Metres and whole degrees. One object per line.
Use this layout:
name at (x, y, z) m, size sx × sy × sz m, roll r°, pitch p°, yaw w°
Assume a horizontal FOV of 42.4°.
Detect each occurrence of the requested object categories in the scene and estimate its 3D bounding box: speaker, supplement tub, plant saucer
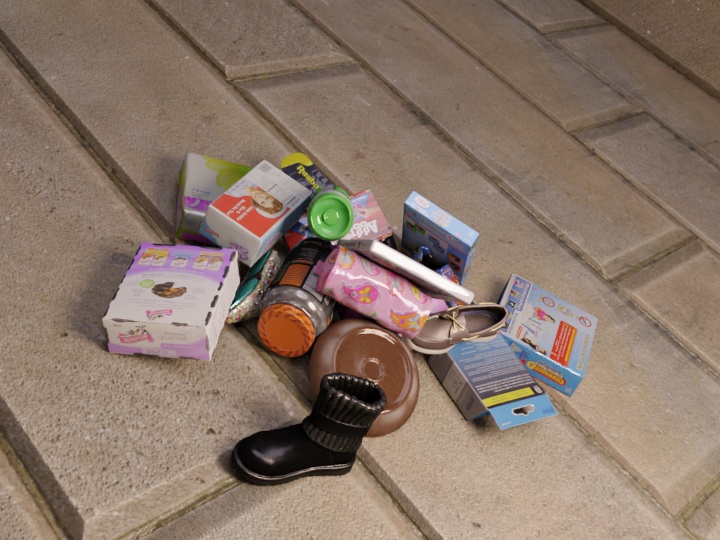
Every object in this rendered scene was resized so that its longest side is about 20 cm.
speaker at (-0.053, -0.103, 1.645) m, size 0.087 × 0.090 × 0.200 m, roll 20°, pitch 7°, yaw -5°
supplement tub at (-0.097, 0.046, 1.576) m, size 0.121 × 0.124 × 0.201 m, roll 25°, pitch 40°, yaw 1°
plant saucer at (0.015, 0.166, 1.504) m, size 0.196 × 0.037 × 0.204 m, roll 10°, pitch 64°, yaw -21°

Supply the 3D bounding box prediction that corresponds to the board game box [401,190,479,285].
board game box at (0.149, -0.058, 1.789) m, size 0.150 × 0.201 × 0.037 m, roll 34°, pitch 72°, yaw 13°

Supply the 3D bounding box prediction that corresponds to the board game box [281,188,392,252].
board game box at (-0.048, -0.077, 1.759) m, size 0.197 × 0.020 × 0.104 m, roll -23°, pitch 70°, yaw -17°

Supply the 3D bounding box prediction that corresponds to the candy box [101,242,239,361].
candy box at (-0.295, 0.046, 1.475) m, size 0.164 × 0.073 × 0.202 m, roll 5°, pitch 37°, yaw 6°

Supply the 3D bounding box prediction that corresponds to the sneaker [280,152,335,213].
sneaker at (-0.085, -0.141, 1.838) m, size 0.073 × 0.083 × 0.201 m, roll -29°, pitch 69°, yaw -20°

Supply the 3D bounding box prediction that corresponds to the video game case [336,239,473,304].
video game case at (0.069, 0.001, 1.546) m, size 0.198 × 0.023 × 0.182 m, roll 28°, pitch -7°, yaw -18°

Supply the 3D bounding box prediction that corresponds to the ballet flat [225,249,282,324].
ballet flat at (-0.178, 0.038, 1.596) m, size 0.064 × 0.075 × 0.201 m, roll 52°, pitch 39°, yaw -18°

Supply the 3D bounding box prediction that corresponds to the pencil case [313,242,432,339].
pencil case at (0.021, 0.035, 1.521) m, size 0.197 × 0.088 × 0.088 m, roll 27°, pitch 35°, yaw -16°

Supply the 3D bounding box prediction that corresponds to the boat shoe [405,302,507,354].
boat shoe at (0.168, 0.095, 1.608) m, size 0.196 × 0.060 × 0.073 m, roll -6°, pitch 58°, yaw -30°

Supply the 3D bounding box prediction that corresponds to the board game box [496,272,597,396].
board game box at (0.347, 0.119, 1.789) m, size 0.193 × 0.056 × 0.201 m, roll 29°, pitch 37°, yaw 5°

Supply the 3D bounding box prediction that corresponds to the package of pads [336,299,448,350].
package of pads at (0.068, 0.083, 1.656) m, size 0.197 × 0.076 × 0.122 m, roll -10°, pitch 56°, yaw -35°

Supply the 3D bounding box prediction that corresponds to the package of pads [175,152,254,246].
package of pads at (-0.268, -0.129, 1.739) m, size 0.151 × 0.069 × 0.202 m, roll 13°, pitch 38°, yaw -17°

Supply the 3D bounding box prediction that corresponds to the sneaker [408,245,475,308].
sneaker at (0.157, 0.031, 1.772) m, size 0.199 × 0.079 × 0.075 m, roll 41°, pitch 41°, yaw 21°

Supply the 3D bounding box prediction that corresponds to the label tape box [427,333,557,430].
label tape box at (0.229, 0.203, 1.619) m, size 0.141 × 0.067 × 0.201 m, roll -7°, pitch 49°, yaw -34°

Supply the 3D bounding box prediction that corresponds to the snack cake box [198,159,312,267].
snack cake box at (-0.183, -0.104, 1.652) m, size 0.114 × 0.068 × 0.200 m, roll 34°, pitch 39°, yaw 5°

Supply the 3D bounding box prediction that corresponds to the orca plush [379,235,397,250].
orca plush at (0.011, -0.093, 1.822) m, size 0.103 × 0.072 × 0.200 m, roll -9°, pitch 40°, yaw -31°

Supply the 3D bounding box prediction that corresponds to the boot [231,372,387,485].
boot at (-0.075, 0.225, 1.346) m, size 0.207 × 0.160 × 0.080 m, roll -1°, pitch 43°, yaw -29°
